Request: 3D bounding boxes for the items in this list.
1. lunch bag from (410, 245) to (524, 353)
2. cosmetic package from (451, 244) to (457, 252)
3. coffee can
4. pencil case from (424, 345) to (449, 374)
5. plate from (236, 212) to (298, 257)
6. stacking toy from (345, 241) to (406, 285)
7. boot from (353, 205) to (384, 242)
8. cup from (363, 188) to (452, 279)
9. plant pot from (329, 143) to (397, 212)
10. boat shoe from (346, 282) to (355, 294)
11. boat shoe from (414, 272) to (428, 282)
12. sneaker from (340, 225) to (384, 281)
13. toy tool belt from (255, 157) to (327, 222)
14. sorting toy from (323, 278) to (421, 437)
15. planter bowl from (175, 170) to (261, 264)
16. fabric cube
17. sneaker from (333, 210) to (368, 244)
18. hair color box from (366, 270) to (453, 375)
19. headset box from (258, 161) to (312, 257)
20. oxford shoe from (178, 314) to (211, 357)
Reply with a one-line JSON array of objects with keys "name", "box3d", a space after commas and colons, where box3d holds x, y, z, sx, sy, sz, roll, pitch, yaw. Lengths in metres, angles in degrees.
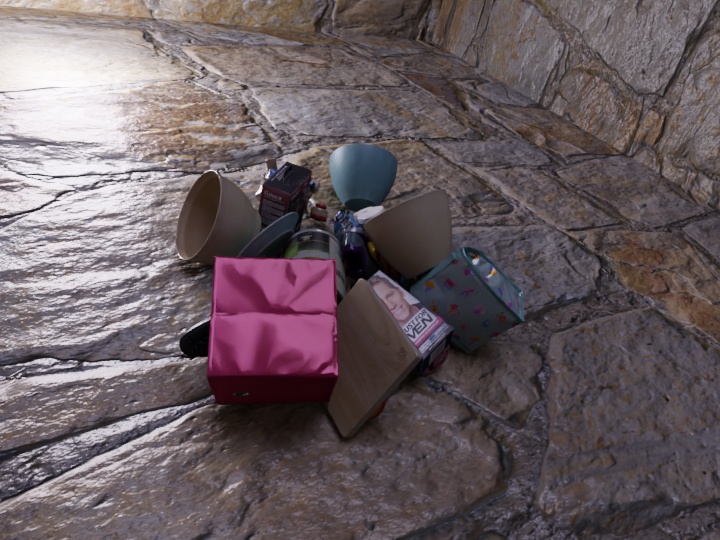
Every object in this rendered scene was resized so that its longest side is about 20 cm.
[{"name": "lunch bag", "box3d": [0.224, 0.054, 1.234, 0.199, 0.170, 0.123, 40, 36, -17]}, {"name": "cosmetic package", "box3d": [0.178, -0.059, 1.446, 0.150, 0.052, 0.200, 34, -2, 26]}, {"name": "coffee can", "box3d": [-0.101, 0.028, 1.216, 0.143, 0.149, 0.202, 10, 34, -10]}, {"name": "pencil case", "box3d": [0.103, 0.124, 1.229, 0.082, 0.087, 0.200, -33, 51, -10]}, {"name": "plate", "box3d": [-0.201, -0.047, 1.249, 0.026, 0.200, 0.200, 46, 39, 4]}, {"name": "stacking toy", "box3d": [0.010, -0.022, 1.396, 0.195, 0.118, 0.110, -8, 33, -11]}, {"name": "boot", "box3d": [0.034, -0.106, 1.445, 0.071, 0.092, 0.200, -24, 10, -2]}, {"name": "cup", "box3d": [0.121, -0.067, 1.259, 0.198, 0.199, 0.146, -18, 84, -40]}, {"name": "plant pot", "box3d": [0.005, -0.244, 1.636, 0.195, 0.200, 0.138, 8, 70, -12]}, {"name": "boat shoe", "box3d": [0.010, 0.103, 1.222, 0.074, 0.075, 0.201, -8, 41, -32]}, {"name": "boat shoe", "box3d": [0.201, 0.044, 1.401, 0.071, 0.060, 0.201, -8, 42, -32]}, {"name": "sneaker", "box3d": [0.000, 0.000, 1.288, 0.073, 0.202, 0.089, -12, 41, 19]}, {"name": "toy tool belt", "box3d": [-0.168, -0.214, 1.517, 0.195, 0.126, 0.125, 16, 0, 1]}, {"name": "sorting toy", "box3d": [0.006, 0.160, 1.054, 0.069, 0.200, 0.201, 25, 21, -48]}, {"name": "planter bowl", "box3d": [-0.307, -0.102, 1.293, 0.133, 0.202, 0.201, 20, 25, -40]}, {"name": "fabric cube", "box3d": [-0.141, 0.107, 0.967, 0.194, 0.197, 0.205, 1, 66, -8]}, {"name": "sneaker", "box3d": [-0.039, -0.099, 1.402, 0.077, 0.092, 0.200, -24, 6, -8]}, {"name": "hair color box", "box3d": [0.076, 0.099, 1.143, 0.199, 0.061, 0.100, 37, 58, 24]}, {"name": "headset box", "box3d": [-0.185, -0.153, 1.385, 0.074, 0.203, 0.149, 20, 34, 5]}, {"name": "oxford shoe", "box3d": [-0.265, 0.108, 1.118, 0.198, 0.074, 0.083, -23, 25, -40]}]
